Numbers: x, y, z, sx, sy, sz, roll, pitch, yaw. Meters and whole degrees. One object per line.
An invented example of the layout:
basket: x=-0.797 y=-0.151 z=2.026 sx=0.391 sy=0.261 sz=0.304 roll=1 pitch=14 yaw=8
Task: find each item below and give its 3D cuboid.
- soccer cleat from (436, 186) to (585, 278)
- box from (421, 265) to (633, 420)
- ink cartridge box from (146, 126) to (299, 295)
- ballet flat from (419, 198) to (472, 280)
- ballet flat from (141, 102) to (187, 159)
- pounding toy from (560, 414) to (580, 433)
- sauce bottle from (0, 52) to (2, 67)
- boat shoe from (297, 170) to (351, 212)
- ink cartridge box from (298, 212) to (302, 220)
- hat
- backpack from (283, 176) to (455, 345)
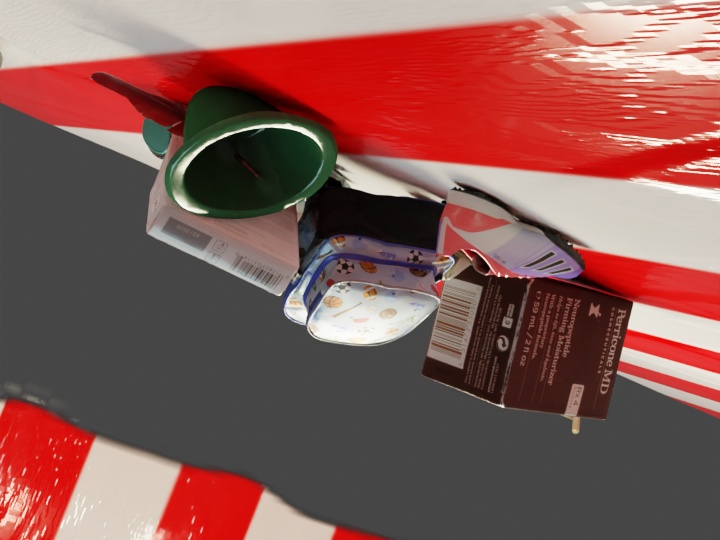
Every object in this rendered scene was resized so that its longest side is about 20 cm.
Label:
soccer cleat: x=0.156 y=-0.021 z=1.437 sx=0.199 sy=0.074 sz=0.068 roll=25 pitch=176 yaw=-38
box: x=0.216 y=0.088 z=1.785 sx=0.199 sy=0.167 sz=0.164 roll=11 pitch=-177 yaw=-38
ink cartridge box: x=-0.146 y=-0.077 z=1.474 sx=0.159 sy=0.047 sz=0.201 roll=25 pitch=-151 yaw=-21
ballet flat: x=0.101 y=-0.029 z=1.689 sx=0.067 sy=0.073 sz=0.200 roll=19 pitch=176 yaw=27
ballet flat: x=-0.201 y=-0.160 z=1.634 sx=0.074 sy=0.075 sz=0.200 roll=23 pitch=179 yaw=-28
pounding toy: x=0.452 y=0.250 z=2.993 sx=0.141 sy=0.185 sz=0.200 roll=21 pitch=177 yaw=18
sauce bottle: x=-0.510 y=-0.276 z=1.805 sx=0.064 sy=0.065 sz=0.200 roll=23 pitch=177 yaw=-24
boat shoe: x=-0.045 y=-0.099 z=1.671 sx=0.071 sy=0.071 sz=0.201 roll=11 pitch=179 yaw=10
ink cartridge box: x=-0.089 y=-0.063 z=1.713 sx=0.201 sy=0.050 sz=0.161 roll=57 pitch=-173 yaw=16
hat: x=-0.137 y=-0.168 z=1.369 sx=0.199 sy=0.177 sz=0.166 roll=4 pitch=143 yaw=-32
backpack: x=0.000 y=0.000 z=1.548 sx=0.199 sy=0.155 sz=0.190 roll=13 pitch=151 yaw=-20
